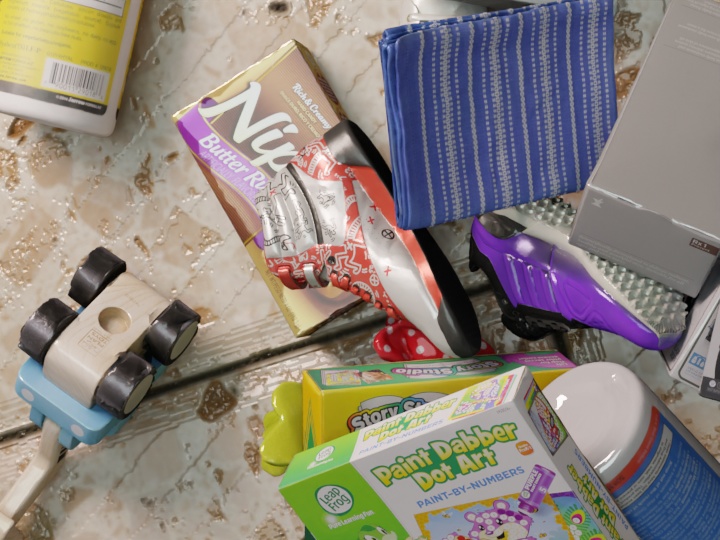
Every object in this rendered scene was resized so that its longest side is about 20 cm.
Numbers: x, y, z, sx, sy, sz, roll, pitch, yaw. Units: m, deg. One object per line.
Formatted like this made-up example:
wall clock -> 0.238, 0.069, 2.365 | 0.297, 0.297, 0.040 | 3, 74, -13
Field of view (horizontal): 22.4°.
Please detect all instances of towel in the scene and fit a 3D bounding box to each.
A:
towel -> 0.105, -0.115, 1.306 | 0.199, 0.024, 0.146 | -14, 107, -26

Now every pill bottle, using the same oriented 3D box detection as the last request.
pill bottle -> 0.205, 0.164, 1.297 | 0.112, 0.112, 0.200 | -42, 121, 6
pill bottle -> -0.224, -0.212, 1.414 | 0.111, 0.111, 0.201 | 14, 91, 9

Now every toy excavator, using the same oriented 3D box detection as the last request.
toy excavator -> -0.225, 0.113, 1.420 | 0.100, 0.200, 0.195 | 33, 50, 9

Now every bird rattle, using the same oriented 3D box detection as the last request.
bird rattle -> 0.021, 0.122, 1.395 | 0.199, 0.113, 0.164 | -26, 97, -5

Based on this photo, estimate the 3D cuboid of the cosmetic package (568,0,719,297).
cosmetic package -> 0.234, -0.094, 1.304 | 0.106, 0.090, 0.201 | 25, 63, 8

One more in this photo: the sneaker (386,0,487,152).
sneaker -> 0.059, -0.144, 1.380 | 0.072, 0.085, 0.202 | 2, 88, 11

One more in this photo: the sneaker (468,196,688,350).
sneaker -> 0.154, 0.017, 1.349 | 0.200, 0.069, 0.100 | 41, 123, 35

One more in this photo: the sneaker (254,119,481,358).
sneaker -> 0.000, 0.000, 1.332 | 0.108, 0.067, 0.202 | -35, 75, 14

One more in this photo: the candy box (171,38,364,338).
candy box -> -0.046, -0.063, 1.410 | 0.116, 0.056, 0.201 | -30, 86, 8

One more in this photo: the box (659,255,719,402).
box -> 0.289, -0.009, 1.308 | 0.060, 0.117, 0.201 | 27, 100, -2

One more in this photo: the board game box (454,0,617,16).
board game box -> 0.126, -0.297, 1.356 | 0.147, 0.064, 0.201 | 7, 91, -15

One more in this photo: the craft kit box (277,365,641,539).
craft kit box -> 0.077, 0.179, 1.231 | 0.199, 0.049, 0.198 | -24, 108, 32

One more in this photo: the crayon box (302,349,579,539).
crayon box -> 0.060, 0.154, 1.333 | 0.199, 0.058, 0.174 | -4, 103, -16

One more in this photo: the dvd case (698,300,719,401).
dvd case -> 0.314, 0.003, 1.198 | 0.150, 0.025, 0.201 | 14, 91, 35
